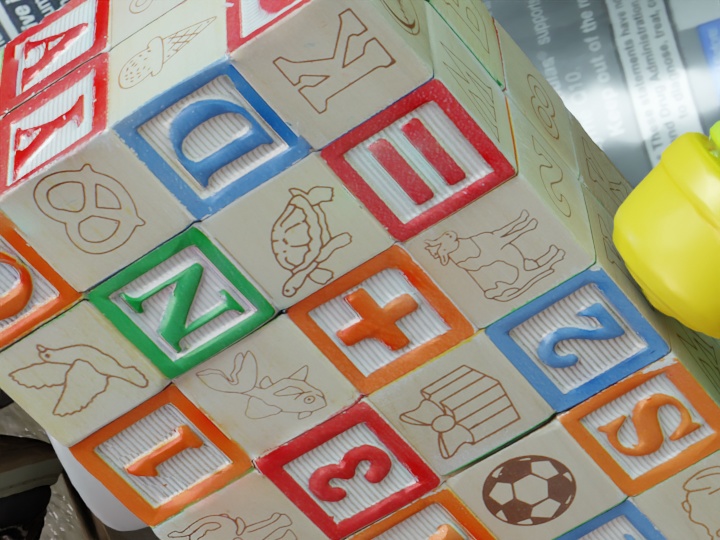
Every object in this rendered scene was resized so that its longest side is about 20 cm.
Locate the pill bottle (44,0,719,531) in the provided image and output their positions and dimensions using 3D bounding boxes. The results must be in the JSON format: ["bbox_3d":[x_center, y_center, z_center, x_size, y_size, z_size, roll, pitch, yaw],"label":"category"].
[{"bbox_3d":[0.020,-0.008,0.694,0.200,0.114,0.114,-17,118,9],"label":"pill bottle"}]

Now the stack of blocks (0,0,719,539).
[{"bbox_3d":[0.008,0.019,0.604,0.115,0.059,0.200,-32,123,19],"label":"stack of blocks"}]

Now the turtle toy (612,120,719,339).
[{"bbox_3d":[0.157,-0.008,0.580,0.200,0.146,0.101,27,-160,-49],"label":"turtle toy"}]

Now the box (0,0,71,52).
[{"bbox_3d":[-0.155,-0.109,0.619,0.200,0.198,0.123,62,175,-24],"label":"box"}]

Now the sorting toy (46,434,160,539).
[{"bbox_3d":[-0.043,0.123,0.968,0.199,0.070,0.200,-124,16,-54],"label":"sorting toy"}]

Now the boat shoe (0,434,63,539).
[{"bbox_3d":[-0.133,0.084,0.908,0.072,0.065,0.200,5,177,-4],"label":"boat shoe"}]

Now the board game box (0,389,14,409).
[{"bbox_3d":[-0.184,-0.053,1.005,0.126,0.035,0.200,48,160,56],"label":"board game box"}]
